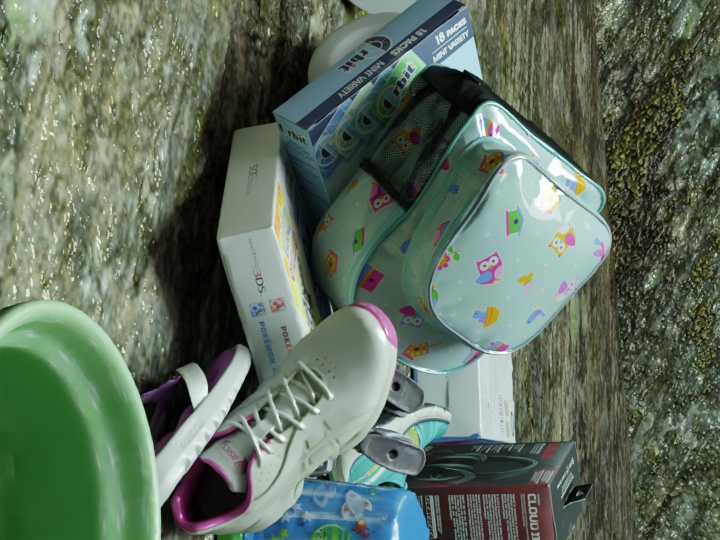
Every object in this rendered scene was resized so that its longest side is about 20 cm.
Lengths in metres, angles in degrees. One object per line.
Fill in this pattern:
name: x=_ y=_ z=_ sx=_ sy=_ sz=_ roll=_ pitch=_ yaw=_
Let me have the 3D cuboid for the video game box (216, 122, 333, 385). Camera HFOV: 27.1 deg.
video game box: x=-0.058 y=0.009 z=1.101 sx=0.200 sy=0.047 sz=0.183 roll=-93 pitch=168 yaw=-63

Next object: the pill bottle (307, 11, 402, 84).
pill bottle: x=0.036 y=-0.113 z=1.281 sx=0.200 sy=0.112 sz=0.113 roll=65 pitch=27 yaw=-46

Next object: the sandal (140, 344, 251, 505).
sandal: x=-0.116 y=0.090 z=0.950 sx=0.050 sy=0.083 sz=0.203 roll=36 pitch=19 yaw=-5

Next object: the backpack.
backpack: x=0.070 y=-0.021 z=1.096 sx=0.176 sy=0.200 sz=0.153 roll=32 pitch=15 yaw=-41

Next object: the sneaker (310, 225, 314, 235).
sneaker: x=0.000 y=0.000 z=1.262 sx=0.082 sy=0.077 sz=0.200 roll=62 pitch=3 yaw=34

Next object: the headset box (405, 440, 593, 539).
headset box: x=0.117 y=0.217 z=1.408 sx=0.149 sy=0.200 sz=0.077 roll=-28 pitch=112 yaw=-70

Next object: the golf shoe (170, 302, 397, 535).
golf shoe: x=-0.051 y=0.105 z=0.980 sx=0.200 sy=0.075 sz=0.091 roll=-53 pitch=161 yaw=19

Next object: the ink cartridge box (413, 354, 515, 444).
ink cartridge box: x=0.120 y=0.126 z=1.645 sx=0.200 sy=0.076 sz=0.137 roll=23 pitch=64 yaw=-69

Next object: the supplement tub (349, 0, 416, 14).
supplement tub: x=0.046 y=-0.359 z=1.459 sx=0.132 sy=0.132 sz=0.200 roll=62 pitch=28 yaw=-50

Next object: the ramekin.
ramekin: x=-0.177 y=0.117 z=0.681 sx=0.200 sy=0.097 sz=0.201 roll=-5 pitch=90 yaw=-72

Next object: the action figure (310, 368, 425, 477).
action figure: x=-0.006 y=0.107 z=1.179 sx=0.200 sy=0.069 sz=0.130 roll=176 pitch=-70 yaw=-72

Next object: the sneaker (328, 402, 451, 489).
sneaker: x=0.021 y=0.160 z=1.348 sx=0.200 sy=0.077 sz=0.080 roll=-13 pitch=103 yaw=-62

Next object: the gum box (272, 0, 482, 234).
gum box: x=0.029 y=-0.088 z=1.167 sx=0.170 sy=0.045 sz=0.200 roll=-40 pitch=138 yaw=-22

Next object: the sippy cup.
sippy cup: x=-0.021 y=0.211 z=1.093 sx=0.140 sy=0.130 sz=0.178 roll=66 pitch=26 yaw=-44

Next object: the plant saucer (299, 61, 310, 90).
plant saucer: x=-0.016 y=-0.115 z=1.357 sx=0.200 sy=0.034 sz=0.201 roll=-5 pitch=90 yaw=-71
